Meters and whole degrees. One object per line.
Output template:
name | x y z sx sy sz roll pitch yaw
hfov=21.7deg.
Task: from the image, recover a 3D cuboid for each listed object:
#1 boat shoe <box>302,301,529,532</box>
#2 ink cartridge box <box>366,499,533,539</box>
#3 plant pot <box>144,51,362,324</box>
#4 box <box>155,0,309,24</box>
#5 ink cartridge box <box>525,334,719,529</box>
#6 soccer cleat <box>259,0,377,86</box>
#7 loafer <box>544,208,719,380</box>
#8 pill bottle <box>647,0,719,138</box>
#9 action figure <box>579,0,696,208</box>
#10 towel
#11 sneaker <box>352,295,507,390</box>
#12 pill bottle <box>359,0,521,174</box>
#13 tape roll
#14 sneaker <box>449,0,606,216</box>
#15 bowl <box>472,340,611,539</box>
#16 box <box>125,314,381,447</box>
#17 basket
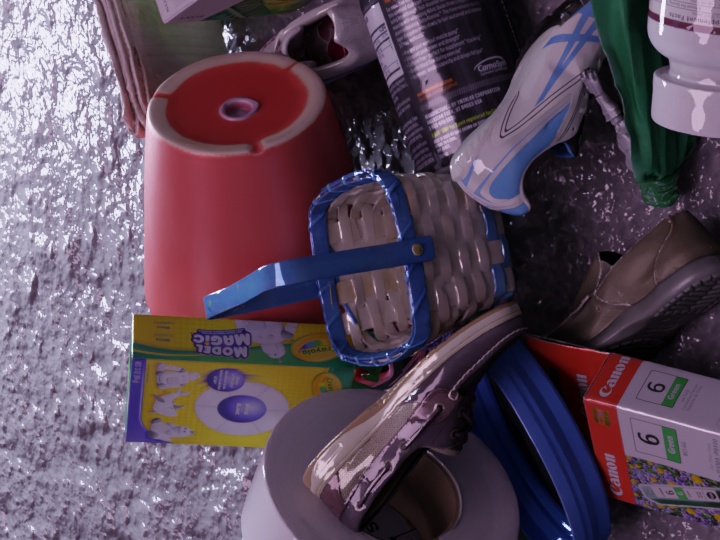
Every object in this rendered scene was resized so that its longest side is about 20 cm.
boat shoe | 0.048 0.104 1.316 0.200 0.072 0.065 -42 77 9
ink cartridge box | 0.029 0.222 1.480 0.145 0.199 0.084 46 134 28
plant pot | -0.088 -0.062 1.495 0.200 0.200 0.178 32 143 37
box | -0.053 -0.251 1.483 0.199 0.144 0.037 -23 82 48
ink cartridge box | 0.203 0.117 1.318 0.199 0.050 0.109 13 140 30
soccer cleat | -0.052 -0.177 1.544 0.199 0.086 0.070 -27 81 47
loafer | 0.194 0.021 1.356 0.200 0.075 0.070 -40 57 45
pill bottle | 0.243 -0.193 1.210 0.109 0.109 0.202 20 114 42
action figure | 0.194 -0.137 1.292 0.054 0.118 0.202 9 118 46
towel | -0.161 -0.179 1.587 0.034 0.200 0.134 -15 89 22
sneaker | 0.045 0.034 1.493 0.079 0.095 0.200 53 132 25
pill bottle | 0.063 -0.174 1.409 0.106 0.106 0.202 -24 83 47
tape roll | 0.015 0.184 1.392 0.203 0.202 0.071 47 135 27
sneaker | 0.140 -0.128 1.323 0.072 0.201 0.072 36 172 -10
bowl | 0.123 0.127 1.408 0.201 0.039 0.201 58 168 20
box | -0.082 0.090 1.467 0.118 0.198 0.049 102 166 -50
basket | 0.000 0.000 1.351 0.176 0.198 0.140 161 102 -68
